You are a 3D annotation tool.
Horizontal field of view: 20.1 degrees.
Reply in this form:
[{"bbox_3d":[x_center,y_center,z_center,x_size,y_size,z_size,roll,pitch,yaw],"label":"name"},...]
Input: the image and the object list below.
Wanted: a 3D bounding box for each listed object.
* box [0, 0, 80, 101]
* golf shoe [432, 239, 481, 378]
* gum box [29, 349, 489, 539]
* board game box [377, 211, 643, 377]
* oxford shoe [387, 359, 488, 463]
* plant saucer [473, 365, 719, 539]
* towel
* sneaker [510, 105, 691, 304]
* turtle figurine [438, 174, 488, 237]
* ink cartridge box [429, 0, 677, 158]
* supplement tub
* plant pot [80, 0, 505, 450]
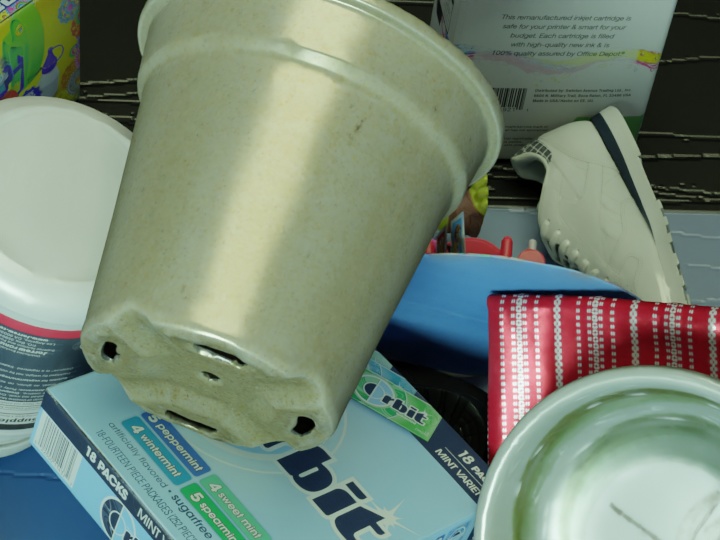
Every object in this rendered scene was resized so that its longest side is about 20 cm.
[{"bbox_3d":[-0.321,-0.152,1.338,0.192,0.122,0.200,34,53,21],"label":"box"},{"bbox_3d":[0.000,0.000,1.269,0.199,0.092,0.076,13,50,6],"label":"golf shoe"},{"bbox_3d":[-0.044,0.104,1.072,0.200,0.045,0.170,-20,55,-42],"label":"gum box"},{"bbox_3d":[0.078,0.013,1.169,0.157,0.200,0.039,15,68,-19],"label":"board game box"},{"bbox_3d":[-0.003,0.082,1.222,0.199,0.073,0.084,18,11,23],"label":"oxford shoe"},{"bbox_3d":[0.157,0.145,1.041,0.200,0.201,0.050,32,18,19],"label":"plant saucer"},{"bbox_3d":[0.158,0.088,1.075,0.199,0.145,0.022,4,8,26],"label":"towel"},{"bbox_3d":[0.163,-0.015,1.325,0.080,0.077,0.201,-18,51,0],"label":"sneaker"},{"bbox_3d":[-0.001,-0.053,1.322,0.160,0.065,0.200,5,16,-10],"label":"turtle figurine"},{"bbox_3d":[0.126,-0.171,1.358,0.144,0.200,0.084,0,50,-8],"label":"ink cartridge box"},{"bbox_3d":[-0.195,0.009,1.144,0.140,0.200,0.141,13,55,-20],"label":"supplement tub"},{"bbox_3d":[-0.048,-0.019,1.016,0.200,0.201,0.184,17,64,7],"label":"plant pot"}]
